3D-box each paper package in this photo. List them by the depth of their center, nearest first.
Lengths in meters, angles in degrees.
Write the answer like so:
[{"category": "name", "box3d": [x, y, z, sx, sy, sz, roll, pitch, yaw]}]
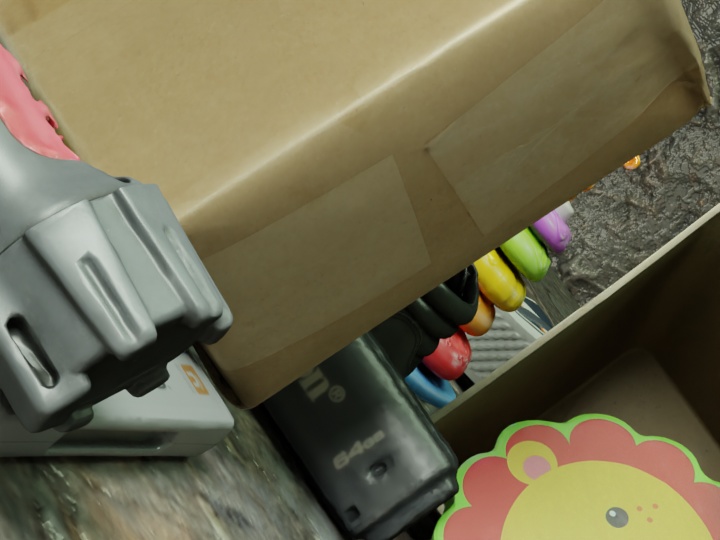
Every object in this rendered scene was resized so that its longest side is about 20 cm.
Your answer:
[{"category": "paper package", "box3d": [-0.014, -0.084, 0.664, 0.191, 0.199, 0.104, 53, -6, 41]}]

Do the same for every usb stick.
[{"category": "usb stick", "box3d": [-0.033, 0.017, 0.741, 0.201, 0.055, 0.033, 55, -8, 9]}]

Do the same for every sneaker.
[{"category": "sneaker", "box3d": [0.000, 0.000, 0.842, 0.071, 0.099, 0.200, 48, 9, -23]}, {"category": "sneaker", "box3d": [0.115, 0.073, 1.252, 0.200, 0.078, 0.079, 54, 14, 11]}]

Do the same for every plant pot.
[{"category": "plant pot", "box3d": [0.145, 0.114, 0.893, 0.201, 0.199, 0.177, 54, -9, 5]}]

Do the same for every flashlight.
[{"category": "flashlight", "box3d": [-0.103, -0.058, 0.472, 0.201, 0.068, 0.068, 55, 6, 10]}]

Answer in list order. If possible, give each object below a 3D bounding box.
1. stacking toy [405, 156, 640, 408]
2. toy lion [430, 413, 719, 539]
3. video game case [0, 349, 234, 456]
[{"category": "stacking toy", "box3d": [0.076, -0.025, 1.012, 0.116, 0.200, 0.110, 58, 9, 26]}, {"category": "toy lion", "box3d": [0.123, 0.147, 0.727, 0.069, 0.190, 0.201, 103, -19, -52]}, {"category": "video game case", "box3d": [-0.123, -0.032, 0.550, 0.201, 0.022, 0.182, 55, 8, 13]}]
